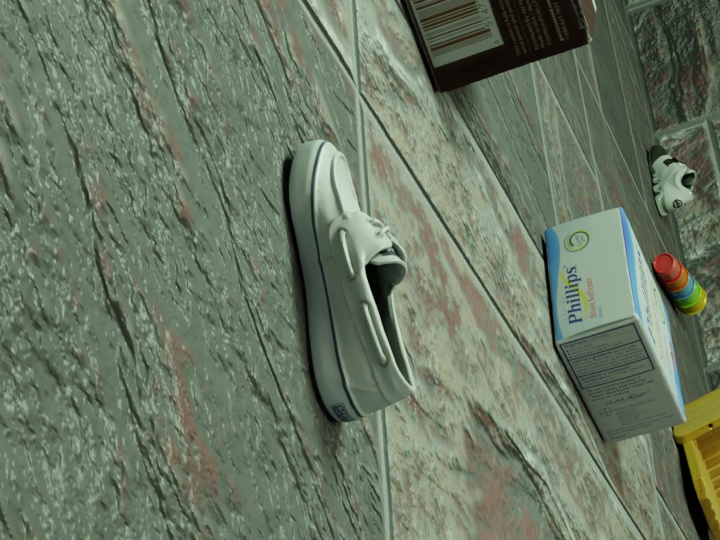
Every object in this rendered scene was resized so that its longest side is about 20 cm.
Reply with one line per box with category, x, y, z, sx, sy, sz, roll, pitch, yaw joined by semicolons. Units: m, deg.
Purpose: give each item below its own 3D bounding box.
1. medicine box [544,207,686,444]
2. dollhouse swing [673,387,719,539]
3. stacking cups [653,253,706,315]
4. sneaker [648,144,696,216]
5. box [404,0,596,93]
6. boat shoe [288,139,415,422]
medicine box;0.297;0.065;1.869;0.183;0.102;0.201;-90;157;-45
dollhouse swing;0.584;0.313;2.451;0.201;0.180;0.176;65;-1;-26
stacking cups;0.570;0.016;2.855;0.200;0.060;0.061;44;33;-56
sneaker;0.628;-0.188;3.189;0.201;0.088;0.074;-89;154;-49
box;0.137;-0.303;1.611;0.200;0.163;0.167;-66;135;-65
boat shoe;0.000;0.000;1.054;0.074;0.065;0.202;38;38;-61
